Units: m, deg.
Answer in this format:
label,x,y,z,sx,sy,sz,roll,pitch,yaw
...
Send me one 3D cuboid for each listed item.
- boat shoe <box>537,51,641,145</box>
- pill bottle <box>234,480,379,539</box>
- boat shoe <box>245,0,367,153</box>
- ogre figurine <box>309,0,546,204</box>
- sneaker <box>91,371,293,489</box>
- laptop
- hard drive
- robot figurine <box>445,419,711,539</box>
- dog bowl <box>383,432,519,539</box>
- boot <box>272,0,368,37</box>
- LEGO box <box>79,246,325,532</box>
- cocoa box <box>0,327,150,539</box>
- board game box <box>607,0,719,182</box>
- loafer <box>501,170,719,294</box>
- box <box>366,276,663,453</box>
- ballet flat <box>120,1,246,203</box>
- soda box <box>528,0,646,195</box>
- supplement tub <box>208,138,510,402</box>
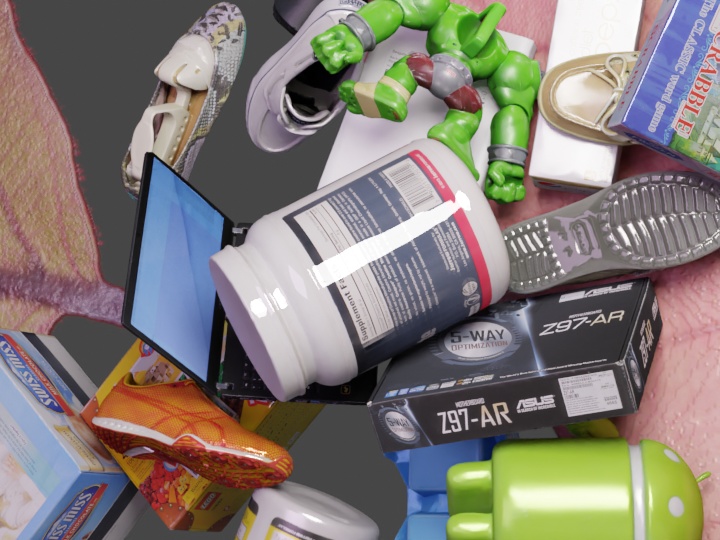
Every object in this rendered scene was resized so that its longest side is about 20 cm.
label,x,y,z,sx,sy,sz,roll,pitch,yaw
boat shoe,0.234,-0.128,1.462,0.199,0.063,0.074,9,87,4
pill bottle,-0.069,0.282,1.594,0.111,0.111,0.201,25,94,32
boat shoe,-0.049,-0.149,1.630,0.200,0.073,0.066,124,160,-52
ogre figurine,0.069,-0.152,1.537,0.199,0.098,0.120,32,70,8
sneaker,-0.135,0.124,1.590,0.199,0.073,0.077,16,64,32
laptop,-0.081,0.005,1.570,0.199,0.104,0.178,3,54,0
hard drive,0.050,-0.112,1.603,0.131,0.026,0.201,18,82,18
robot figurine,0.163,0.183,1.448,0.199,0.116,0.176,-1,53,4
dog bowl,0.076,0.187,1.559,0.111,0.050,0.201,-3,80,30
boot,-0.001,-0.252,1.608,0.076,0.200,0.168,40,104,-8
LEGO box,-0.124,0.102,1.676,0.200,0.077,0.149,-51,61,14
cocoa box,-0.298,0.162,1.739,0.134,0.131,0.200,-51,61,14
board game box,0.308,-0.151,1.399,0.199,0.041,0.201,24,88,-8
loafer,0.201,-0.031,1.504,0.199,0.070,0.076,-11,88,25
box,0.120,0.070,1.472,0.199,0.160,0.044,-11,109,21
ballet flat,-0.162,-0.150,1.747,0.072,0.072,0.201,25,95,31
soda box,0.182,-0.162,1.533,0.068,0.064,0.201,9,87,9
supplement tub,0.000,0.000,1.479,0.199,0.141,0.141,-27,65,-11
